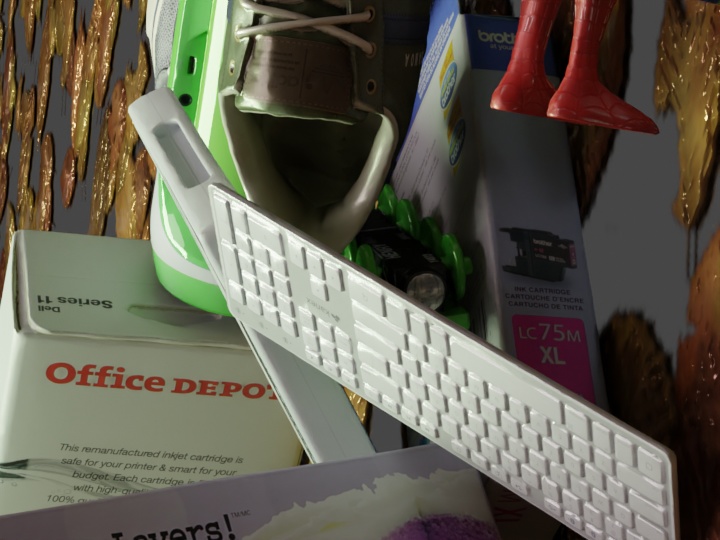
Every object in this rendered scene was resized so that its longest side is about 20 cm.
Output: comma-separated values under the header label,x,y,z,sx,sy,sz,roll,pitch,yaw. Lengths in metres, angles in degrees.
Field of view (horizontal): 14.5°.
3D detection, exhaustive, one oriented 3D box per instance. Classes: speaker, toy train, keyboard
label,x,y,z,sx,sy,sz,roll,pitch,yaw
speaker,-0.041,-0.084,1.246,0.088,0.088,0.200,-114,32,-62
toy train,0.000,0.000,0.999,0.200,0.042,0.057,-135,39,-72
keyboard,0.023,0.032,0.867,0.200,0.011,0.056,30,148,37

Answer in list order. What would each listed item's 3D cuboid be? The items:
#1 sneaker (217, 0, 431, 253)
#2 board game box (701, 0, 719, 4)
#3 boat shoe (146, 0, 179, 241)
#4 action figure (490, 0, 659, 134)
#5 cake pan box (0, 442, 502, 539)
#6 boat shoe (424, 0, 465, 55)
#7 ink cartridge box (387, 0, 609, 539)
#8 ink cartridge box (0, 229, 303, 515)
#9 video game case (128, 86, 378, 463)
label,x,y,z,sx,sy,sz,roll,pitch,yaw
sneaker,-0.008,-0.085,0.880,0.200,0.067,0.090,92,-170,-48
board game box,0.078,-0.184,0.774,0.136,0.034,0.200,-61,34,29
boat shoe,-0.061,-0.070,1.373,0.093,0.075,0.200,-139,48,-66
action figure,0.085,-0.142,0.833,0.065,0.052,0.200,-161,80,-70
cake pan box,-0.035,0.153,0.854,0.052,0.200,0.184,111,147,-54
boat shoe,0.001,-0.115,1.018,0.064,0.071,0.200,63,-168,12
ink cartridge box,0.043,0.000,0.980,0.119,0.042,0.200,112,154,-54
ink cartridge box,-0.107,0.085,1.341,0.083,0.146,0.200,-102,22,-51
video game case,-0.022,0.040,1.055,0.200,0.023,0.182,63,177,-21
